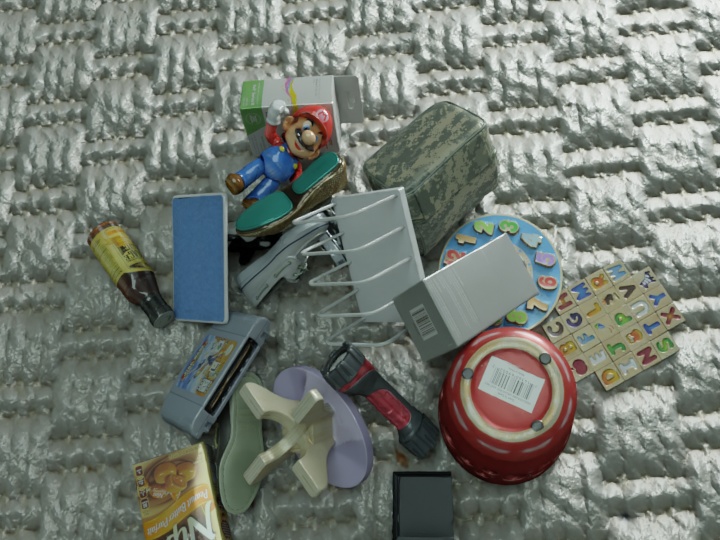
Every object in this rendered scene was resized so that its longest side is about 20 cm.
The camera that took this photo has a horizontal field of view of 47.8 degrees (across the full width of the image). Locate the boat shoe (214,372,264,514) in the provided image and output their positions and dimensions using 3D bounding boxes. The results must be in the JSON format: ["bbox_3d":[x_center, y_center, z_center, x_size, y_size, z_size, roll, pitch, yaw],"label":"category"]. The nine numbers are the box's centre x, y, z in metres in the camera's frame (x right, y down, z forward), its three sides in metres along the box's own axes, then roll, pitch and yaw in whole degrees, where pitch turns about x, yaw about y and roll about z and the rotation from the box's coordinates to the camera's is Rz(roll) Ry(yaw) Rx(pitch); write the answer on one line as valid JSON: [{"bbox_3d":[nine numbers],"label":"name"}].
[{"bbox_3d":[-0.186,0.260,1.225,0.071,0.060,0.206,14,71,-31],"label":"boat shoe"}]

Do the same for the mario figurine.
[{"bbox_3d":[-0.118,-0.181,1.271,0.105,0.124,0.200,37,79,31],"label":"mario figurine"}]

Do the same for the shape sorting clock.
[{"bbox_3d":[0.220,0.004,1.281,0.195,0.039,0.205,-3,70,7],"label":"shape sorting clock"}]

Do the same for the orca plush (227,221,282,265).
[{"bbox_3d":[-0.211,-0.038,1.331,0.195,0.105,0.073,-9,106,11],"label":"orca plush"}]

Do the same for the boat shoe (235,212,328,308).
[{"bbox_3d":[-0.112,-0.013,1.287,0.199,0.073,0.068,-37,83,31],"label":"boat shoe"}]

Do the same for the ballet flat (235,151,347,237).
[{"bbox_3d":[-0.098,-0.100,1.243,0.198,0.066,0.071,-33,48,0],"label":"ballet flat"}]

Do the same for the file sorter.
[{"bbox_3d":[0.000,0.000,1.189,0.137,0.124,0.204,-3,108,43],"label":"file sorter"}]

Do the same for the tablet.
[{"bbox_3d":[-0.255,-0.019,1.293,0.128,0.014,0.205,1,93,38],"label":"tablet"}]

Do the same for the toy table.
[{"bbox_3d":[-0.081,0.231,1.163,0.199,0.116,0.186,37,112,25],"label":"toy table"}]

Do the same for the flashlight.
[{"bbox_3d":[0.031,0.191,1.169,0.068,0.068,0.200,-45,104,-6],"label":"flashlight"}]

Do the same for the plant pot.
[{"bbox_3d":[0.204,0.190,1.141,0.195,0.183,0.205,-2,71,7],"label":"plant pot"}]

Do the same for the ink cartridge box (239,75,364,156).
[{"bbox_3d":[-0.095,-0.260,1.369,0.195,0.118,0.069,-3,55,6],"label":"ink cartridge box"}]

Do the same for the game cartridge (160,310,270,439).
[{"bbox_3d":[-0.225,0.152,1.239,0.132,0.042,0.202,7,60,50],"label":"game cartridge"}]

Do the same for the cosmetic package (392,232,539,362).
[{"bbox_3d":[0.154,0.036,1.164,0.198,0.090,0.108,-24,83,-40],"label":"cosmetic package"}]

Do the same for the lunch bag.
[{"bbox_3d":[0.119,-0.136,1.279,0.199,0.169,0.139,-41,42,-12],"label":"lunch bag"}]

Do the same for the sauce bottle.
[{"bbox_3d":[-0.375,0.008,1.337,0.066,0.066,0.201,-38,72,-9],"label":"sauce bottle"}]

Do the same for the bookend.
[{"bbox_3d":[0.081,0.360,1.080,0.090,0.201,0.203,-1,70,5],"label":"bookend"}]

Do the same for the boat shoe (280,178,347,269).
[{"bbox_3d":[-0.066,-0.099,1.333,0.068,0.074,0.200,-36,70,-3],"label":"boat shoe"}]

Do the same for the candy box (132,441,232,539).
[{"bbox_3d":[-0.257,0.369,1.192,0.113,0.055,0.204,-18,68,1],"label":"candy box"}]

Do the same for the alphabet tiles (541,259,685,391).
[{"bbox_3d":[0.389,0.082,1.251,0.197,0.006,0.169,-27,70,-4],"label":"alphabet tiles"}]
